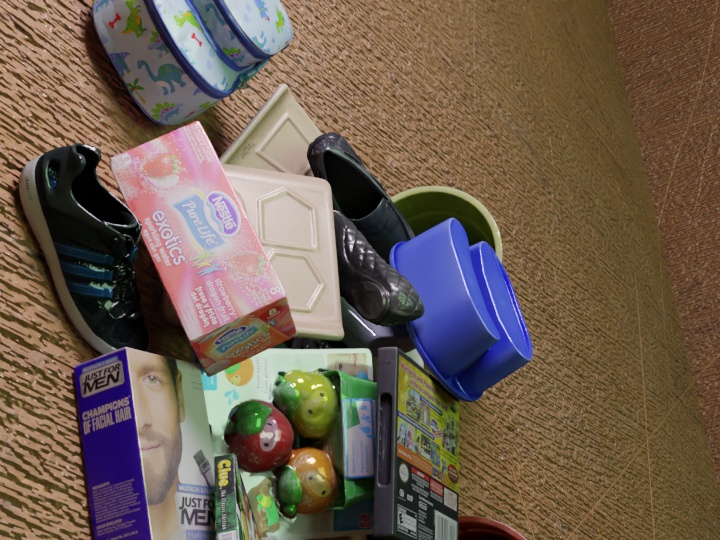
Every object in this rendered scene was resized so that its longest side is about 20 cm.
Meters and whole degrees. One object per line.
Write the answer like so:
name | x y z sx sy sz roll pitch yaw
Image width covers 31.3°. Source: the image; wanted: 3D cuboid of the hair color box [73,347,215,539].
hair color box | -0.176 0.174 1.093 0.109 0.065 0.200 22 50 -58

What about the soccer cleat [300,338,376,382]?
soccer cleat | 0.002 0.149 1.405 0.200 0.068 0.073 48 -17 -4

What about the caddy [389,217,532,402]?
caddy | 0.098 0.044 1.380 0.141 0.105 0.200 33 33 -45

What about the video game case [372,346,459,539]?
video game case | 0.059 0.191 1.287 0.200 0.025 0.181 42 46 -60

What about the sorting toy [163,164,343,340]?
sorting toy | -0.113 -0.020 1.304 0.185 0.036 0.200 7 57 -24

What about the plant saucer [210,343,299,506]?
plant saucer | -0.094 0.142 1.325 0.200 0.036 0.200 46 32 -42

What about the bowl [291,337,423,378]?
bowl | 0.008 0.113 1.518 0.200 0.075 0.200 58 26 -26

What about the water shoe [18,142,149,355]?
water shoe | -0.224 -0.012 1.114 0.200 0.079 0.072 64 25 -13

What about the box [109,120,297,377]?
box | -0.144 -0.020 1.174 0.200 0.095 0.103 62 -8 23

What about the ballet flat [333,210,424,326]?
ballet flat | 0.000 0.000 1.360 0.057 0.067 0.200 12 26 -35

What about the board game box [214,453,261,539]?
board game box | -0.097 0.265 1.126 0.105 0.023 0.200 -96 177 -49

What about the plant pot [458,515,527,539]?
plant pot | 0.148 0.388 1.478 0.195 0.201 0.201 33 42 -66

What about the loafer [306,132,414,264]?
loafer | 0.005 -0.062 1.435 0.201 0.068 0.070 56 6 -17

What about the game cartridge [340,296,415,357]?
game cartridge | 0.019 0.037 1.453 0.133 0.040 0.200 45 25 14

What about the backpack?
backpack | -0.174 -0.261 1.333 0.183 0.147 0.200 59 29 -18

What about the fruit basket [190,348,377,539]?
fruit basket | -0.066 0.164 1.224 0.200 0.094 0.185 5 79 -38

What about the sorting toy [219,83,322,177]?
sorting toy | -0.086 -0.078 1.441 0.200 0.036 0.185 54 56 -29

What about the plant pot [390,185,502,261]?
plant pot | 0.108 0.019 1.698 0.190 0.200 0.200 50 28 -62

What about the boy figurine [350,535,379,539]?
boy figurine | -0.003 0.239 1.349 0.124 0.064 0.200 -83 157 -59
